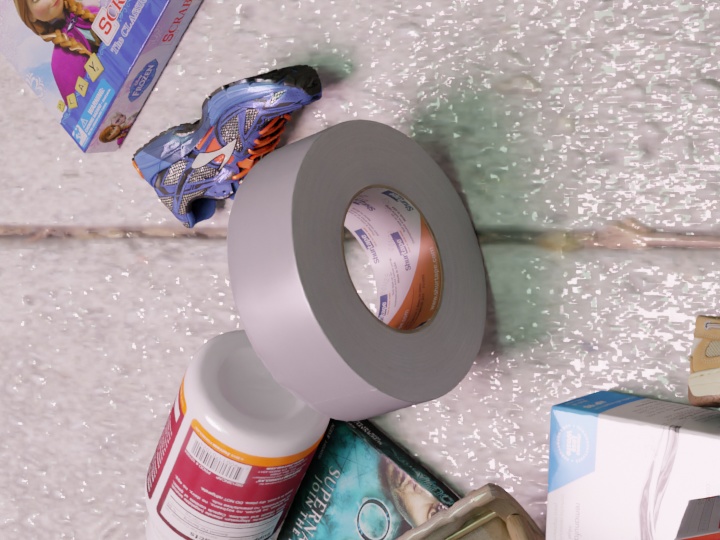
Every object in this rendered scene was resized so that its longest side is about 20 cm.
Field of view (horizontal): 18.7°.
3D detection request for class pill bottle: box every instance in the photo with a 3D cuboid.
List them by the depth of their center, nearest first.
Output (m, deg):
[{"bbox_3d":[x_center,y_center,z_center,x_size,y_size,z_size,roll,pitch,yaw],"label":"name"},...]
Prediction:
[{"bbox_3d":[-0.100,0.146,1.659,0.113,0.113,0.200,50,140,23],"label":"pill bottle"}]

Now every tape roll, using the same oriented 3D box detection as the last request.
[{"bbox_3d":[0.000,0.000,1.515,0.066,0.200,0.201,-18,84,40],"label":"tape roll"}]

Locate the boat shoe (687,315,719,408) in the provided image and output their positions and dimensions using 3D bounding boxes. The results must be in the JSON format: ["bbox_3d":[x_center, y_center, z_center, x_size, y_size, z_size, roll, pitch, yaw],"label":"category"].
[{"bbox_3d":[0.288,0.042,1.372,0.200,0.072,0.076,-9,79,40],"label":"boat shoe"}]

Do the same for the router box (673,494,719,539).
[{"bbox_3d":[0.278,0.151,1.267,0.179,0.200,0.049,-12,88,11],"label":"router box"}]

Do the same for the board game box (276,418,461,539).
[{"bbox_3d":[-0.004,0.223,1.660,0.135,0.028,0.200,37,118,30],"label":"board game box"}]

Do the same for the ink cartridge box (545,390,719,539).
[{"bbox_3d":[0.222,0.153,1.438,0.200,0.067,0.116,8,100,39],"label":"ink cartridge box"}]

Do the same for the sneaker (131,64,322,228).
[{"bbox_3d":[-0.091,-0.096,1.670,0.200,0.075,0.079,-31,85,46],"label":"sneaker"}]

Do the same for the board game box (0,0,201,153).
[{"bbox_3d":[-0.224,-0.235,1.771,0.200,0.041,0.200,48,123,24],"label":"board game box"}]

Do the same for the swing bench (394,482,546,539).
[{"bbox_3d":[0.061,0.283,1.504,0.199,0.130,0.200,-31,67,12],"label":"swing bench"}]
